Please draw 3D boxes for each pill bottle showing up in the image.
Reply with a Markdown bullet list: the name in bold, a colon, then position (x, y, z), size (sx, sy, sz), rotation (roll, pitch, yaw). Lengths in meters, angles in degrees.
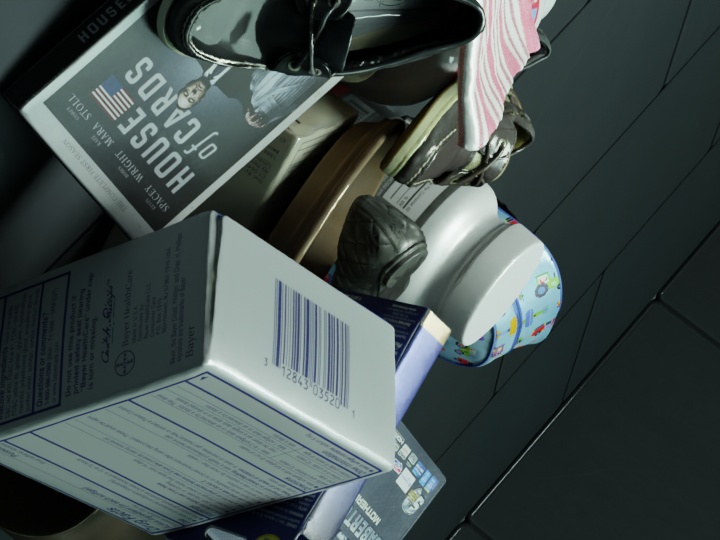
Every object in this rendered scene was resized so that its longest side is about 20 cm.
- **pill bottle**: position (0.063, -0.190, 1.586), size (0.200, 0.109, 0.109), rotation (-33, 156, -54)
- **pill bottle**: position (0.027, -0.041, 1.642), size (0.116, 0.200, 0.116), rotation (-47, 165, -17)

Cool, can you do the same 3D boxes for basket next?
- **basket**: position (-0.185, 0.138, 1.565), size (0.181, 0.136, 0.200), rotation (-59, 162, -4)

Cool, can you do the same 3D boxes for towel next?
- **towel**: position (0.090, -0.178, 1.429), size (0.200, 0.030, 0.147), rotation (-64, 156, -63)

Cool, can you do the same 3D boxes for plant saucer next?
- **plant saucer**: position (-0.034, -0.021, 1.495), size (0.200, 0.029, 0.200), rotation (-56, 175, -8)

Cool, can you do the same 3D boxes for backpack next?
- **backpack**: position (0.061, 0.003, 1.858), size (0.135, 0.200, 0.183), rotation (-44, 164, -29)

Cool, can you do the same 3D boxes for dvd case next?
- **dvd case**: position (-0.088, -0.119, 1.279), size (0.200, 0.025, 0.150), rotation (-43, 140, -4)

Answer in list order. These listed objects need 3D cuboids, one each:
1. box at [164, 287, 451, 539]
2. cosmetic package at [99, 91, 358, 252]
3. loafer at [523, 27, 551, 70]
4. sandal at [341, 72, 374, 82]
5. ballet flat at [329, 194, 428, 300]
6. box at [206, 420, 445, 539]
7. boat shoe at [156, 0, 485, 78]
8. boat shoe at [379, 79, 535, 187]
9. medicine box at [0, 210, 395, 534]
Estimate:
- **box**: position (-0.036, 0.105, 1.444), size (0.032, 0.121, 0.200), rotation (45, 69, -37)
- **cosmetic package**: position (-0.097, -0.039, 1.485), size (0.200, 0.087, 0.103), rotation (-60, 168, 23)
- **loafer**: position (0.093, -0.175, 1.792), size (0.200, 0.070, 0.068), rotation (-29, 153, -57)
- **sandal**: position (0.028, -0.178, 1.353), size (0.080, 0.054, 0.200), rotation (-42, 162, -34)
- **ballet flat**: position (0.000, 0.000, 1.547), size (0.066, 0.057, 0.200), rotation (-32, 171, -24)
- **box**: position (-0.036, 0.153, 1.591), size (0.158, 0.051, 0.200), rotation (-50, 138, -12)
- **boat shoe**: position (-0.015, -0.139, 1.254), size (0.199, 0.066, 0.075), rotation (-5, 127, -36)
- **boat shoe**: position (0.075, -0.090, 1.520), size (0.073, 0.065, 0.200), rotation (-48, 175, 28)
- **medicine box**: position (-0.109, 0.069, 1.360), size (0.200, 0.103, 0.182), rotation (-18, 147, 32)
